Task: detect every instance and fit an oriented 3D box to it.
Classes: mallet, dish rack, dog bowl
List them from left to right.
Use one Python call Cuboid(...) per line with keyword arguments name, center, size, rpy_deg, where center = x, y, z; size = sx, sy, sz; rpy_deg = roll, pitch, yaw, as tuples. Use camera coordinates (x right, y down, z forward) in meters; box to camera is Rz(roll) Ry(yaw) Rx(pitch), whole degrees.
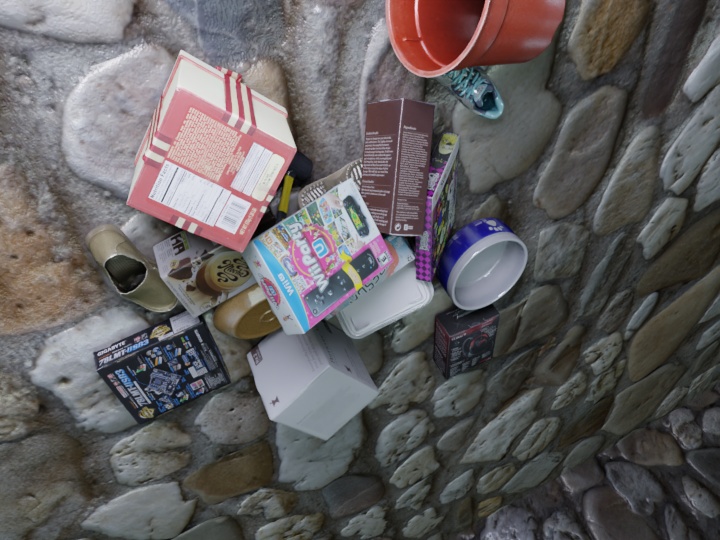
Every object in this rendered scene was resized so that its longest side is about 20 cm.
Cuboid(name="mallet", center=(-0.125, -0.099, 0.891), size=(0.041, 0.205, 0.065), rpy_deg=(-10, 147, 43))
Cuboid(name="dish rack", center=(0.030, 0.027, 1.115), size=(0.196, 0.044, 0.175), rpy_deg=(-26, 100, 4))
Cuboid(name="dog bowl", center=(0.268, -0.013, 1.294), size=(0.195, 0.079, 0.203), rpy_deg=(-18, 137, -17))

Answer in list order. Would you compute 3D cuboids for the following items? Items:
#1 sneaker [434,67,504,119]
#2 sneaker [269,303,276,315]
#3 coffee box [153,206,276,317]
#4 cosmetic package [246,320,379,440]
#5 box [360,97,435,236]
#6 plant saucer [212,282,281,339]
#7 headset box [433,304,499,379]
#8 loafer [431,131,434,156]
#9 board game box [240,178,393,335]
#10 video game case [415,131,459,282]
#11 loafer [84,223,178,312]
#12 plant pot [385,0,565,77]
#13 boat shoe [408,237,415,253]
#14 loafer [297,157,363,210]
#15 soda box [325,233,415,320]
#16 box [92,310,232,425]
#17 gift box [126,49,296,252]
Cuboid(name="sneaker", center=(0.172, -0.311, 0.937), size=(0.198, 0.087, 0.078), rpy_deg=(21, 116, -44))
Cuboid(name="sneaker", center=(-0.077, -0.011, 0.940), size=(0.074, 0.201, 0.107), rpy_deg=(33, 132, -1))
Cuboid(name="coffee box", center=(-0.219, -0.027, 0.957), size=(0.197, 0.080, 0.114), rpy_deg=(-30, 140, -5))
Cuboid(name="cosmetic package", center=(-0.097, 0.216, 1.207), size=(0.164, 0.166, 0.199), rpy_deg=(-41, 140, 9))
Cuboid(name="box", center=(0.054, -0.162, 0.929), size=(0.073, 0.099, 0.206), rpy_deg=(-1, 100, -33))
Cuboid(name="plant saucer", center=(-0.172, 0.070, 1.074), size=(0.197, 0.036, 0.202), rpy_deg=(-28, 155, -13))
Cuboid(name="headset box", center=(0.262, 0.162, 1.462), size=(0.145, 0.076, 0.203), rpy_deg=(-21, 138, -15))
Cuboid(name="loafer", center=(0.097, -0.163, 1.042), size=(0.071, 0.073, 0.204), rpy_deg=(-9, 133, -24))
Cuboid(name="board game box", center=(-0.060, -0.022, 0.870), size=(0.199, 0.064, 0.150), rpy_deg=(-37, 103, -31))
Cuboid(name="video game case", center=(0.139, -0.114, 1.062), size=(0.203, 0.035, 0.183), rpy_deg=(84, 25, -46))
Cuboid(name="loafer", center=(-0.353, 0.013, 0.918), size=(0.075, 0.068, 0.201), rpy_deg=(-34, 139, 1))
Cuboid(name="plant pot", center=(0.169, -0.371, 0.812), size=(0.192, 0.202, 0.204), rpy_deg=(-10, 135, -36))
Cuboid(name="boat shoe", center=(0.068, -0.025, 1.166), size=(0.204, 0.071, 0.066), rpy_deg=(-59, 166, 9))
Cuboid(name="loafer", center=(-0.026, -0.135, 0.993), size=(0.196, 0.077, 0.068), rpy_deg=(-21, 176, -27))
Cuboid(name="soda box", center=(0.000, 0.000, 1.050), size=(0.198, 0.069, 0.064), rpy_deg=(-36, 106, 6))
Cuboid(name="box", center=(-0.361, 0.183, 1.091), size=(0.194, 0.050, 0.203), rpy_deg=(-23, 139, -12))
Cuboid(name="gift box", center=(-0.188, -0.149, 0.776), size=(0.197, 0.188, 0.186), rpy_deg=(28, 111, -29))
